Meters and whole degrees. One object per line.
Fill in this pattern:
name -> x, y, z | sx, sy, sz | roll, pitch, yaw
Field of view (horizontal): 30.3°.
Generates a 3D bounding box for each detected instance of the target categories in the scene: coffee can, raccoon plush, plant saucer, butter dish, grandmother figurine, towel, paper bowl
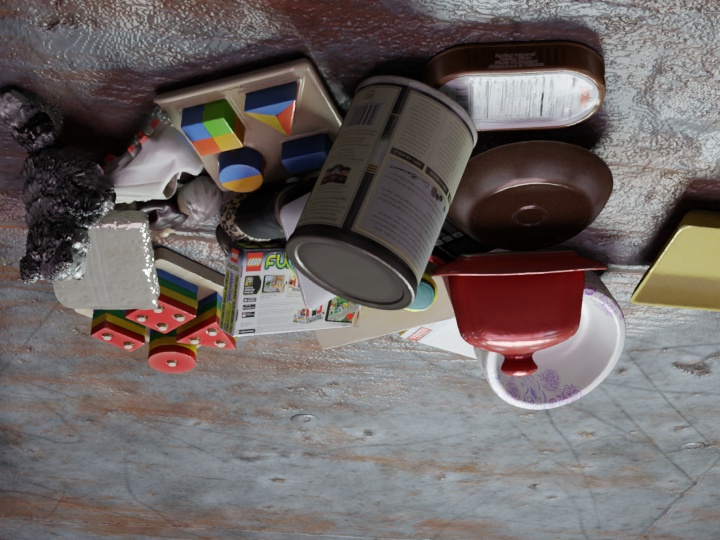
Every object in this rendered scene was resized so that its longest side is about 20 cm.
coffee can -> 0.025, -0.081, 1.407 | 0.145, 0.202, 0.147 | 20, 158, 9
raccoon plush -> -0.358, -0.077, 1.442 | 0.096, 0.135, 0.200 | -33, 110, 35
plant saucer -> 0.468, -0.016, 1.714 | 0.197, 0.049, 0.201 | 5, 149, -8
butter dish -> 0.187, 0.052, 1.590 | 0.196, 0.150, 0.200 | -2, -178, 0
grandmother figurine -> -0.257, -0.069, 1.616 | 0.198, 0.061, 0.121 | -16, 174, 20
towel -> -0.314, -0.014, 1.617 | 0.130, 0.035, 0.201 | 0, 147, -4
plant saucer -> 0.193, -0.075, 1.526 | 0.197, 0.037, 0.201 | -2, 149, -1
paper bowl -> 0.244, 0.076, 1.773 | 0.198, 0.105, 0.203 | -8, 127, -11

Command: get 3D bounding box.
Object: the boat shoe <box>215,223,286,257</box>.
boat shoe -> -0.125, -0.011, 1.711 | 0.072, 0.075, 0.201 | -1, 143, 22

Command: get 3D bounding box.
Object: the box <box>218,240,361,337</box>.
box -> -0.079, 0.019, 1.654 | 0.198, 0.112, 0.035 | -2, -163, -39

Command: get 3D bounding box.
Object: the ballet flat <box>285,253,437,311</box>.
ballet flat -> 0.000, 0.000, 1.635 | 0.197, 0.067, 0.068 | 17, 113, -11

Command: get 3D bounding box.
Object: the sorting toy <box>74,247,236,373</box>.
sorting toy -> -0.261, 0.069, 1.834 | 0.199, 0.070, 0.198 | -26, 141, 37

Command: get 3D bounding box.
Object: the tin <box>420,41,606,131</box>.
tin -> 0.163, -0.193, 1.420 | 0.197, 0.042, 0.112 | -2, 154, 3

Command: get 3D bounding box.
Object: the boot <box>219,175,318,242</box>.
boot -> -0.056, -0.075, 1.576 | 0.198, 0.074, 0.150 | -16, -174, -41

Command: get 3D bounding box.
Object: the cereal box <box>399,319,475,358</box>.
cereal box -> 0.172, 0.073, 1.873 | 0.198, 0.040, 0.144 | 18, 144, -27

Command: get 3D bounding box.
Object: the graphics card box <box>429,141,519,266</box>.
graphics card box -> 0.143, -0.075, 1.609 | 0.198, 0.052, 0.125 | -22, 143, 34

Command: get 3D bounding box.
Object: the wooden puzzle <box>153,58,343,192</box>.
wooden puzzle -> -0.109, -0.148, 1.486 | 0.183, 0.047, 0.200 | -11, 148, 18

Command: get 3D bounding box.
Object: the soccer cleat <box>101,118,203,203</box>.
soccer cleat -> -0.253, -0.103, 1.514 | 0.078, 0.070, 0.199 | 43, 141, -18

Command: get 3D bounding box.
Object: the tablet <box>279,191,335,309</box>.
tablet -> 0.004, -0.053, 1.511 | 0.014, 0.199, 0.132 | 23, 135, 51

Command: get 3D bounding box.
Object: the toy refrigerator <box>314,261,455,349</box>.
toy refrigerator -> 0.034, 0.039, 1.761 | 0.198, 0.076, 0.071 | -14, 107, 24
